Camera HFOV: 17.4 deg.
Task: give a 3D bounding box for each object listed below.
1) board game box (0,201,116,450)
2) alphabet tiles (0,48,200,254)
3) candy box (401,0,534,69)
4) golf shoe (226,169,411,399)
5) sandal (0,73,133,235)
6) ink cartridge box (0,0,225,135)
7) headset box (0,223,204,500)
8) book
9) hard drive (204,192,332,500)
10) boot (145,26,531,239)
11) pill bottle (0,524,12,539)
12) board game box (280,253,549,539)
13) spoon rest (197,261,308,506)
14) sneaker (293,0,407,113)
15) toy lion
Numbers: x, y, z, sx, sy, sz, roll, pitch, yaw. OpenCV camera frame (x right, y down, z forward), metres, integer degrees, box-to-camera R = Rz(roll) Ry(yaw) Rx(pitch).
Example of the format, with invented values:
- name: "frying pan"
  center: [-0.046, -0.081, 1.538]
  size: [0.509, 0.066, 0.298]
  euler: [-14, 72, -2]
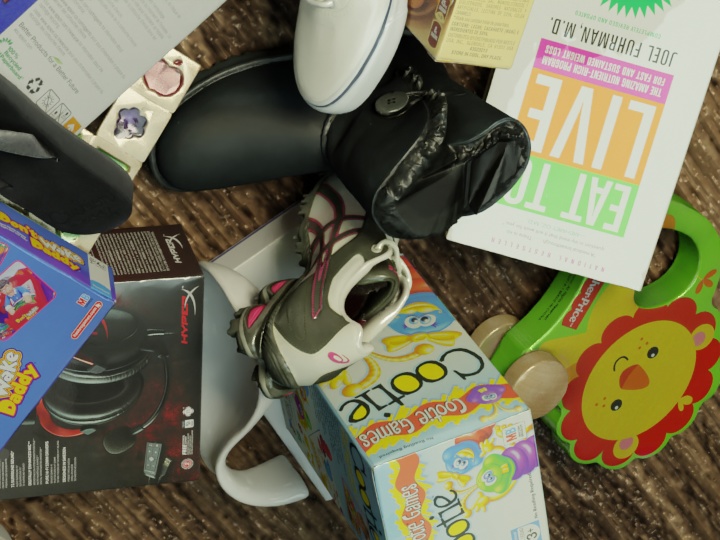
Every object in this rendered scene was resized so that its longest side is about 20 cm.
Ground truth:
- name: "board game box"
  center: [-0.252, 0.049, 1.348]
  size: [0.134, 0.045, 0.200]
  euler: [33, 107, -22]
- name: "alphabet tiles"
  center: [-0.217, -0.099, 1.348]
  size: [0.200, 0.008, 0.167]
  euler: [32, 89, -17]
- name: "candy box"
  center: [0.071, -0.228, 1.319]
  size: [0.055, 0.115, 0.200]
  euler: [4, 118, -27]
- name: "golf shoe"
  center: [0.000, 0.000, 1.418]
  size: [0.088, 0.200, 0.077]
  euler: [-11, 126, 34]
- name: "sandal"
  center: [-0.203, -0.067, 1.286]
  size: [0.200, 0.043, 0.076]
  euler: [29, 138, -36]
- name: "ink cartridge box"
  center: [-0.148, -0.188, 1.276]
  size: [0.200, 0.047, 0.198]
  euler: [-44, 140, -6]
- name: "headset box"
  center: [-0.200, 0.059, 1.438]
  size: [0.199, 0.075, 0.149]
  euler: [-4, 117, -15]
- name: "book"
  center: [0.144, -0.100, 1.485]
  size: [0.133, 0.048, 0.200]
  euler: [15, 103, -1]
- name: "hard drive"
  center: [-0.017, 0.047, 1.548]
  size: [0.132, 0.025, 0.200]
  euler: [-34, 125, -2]
- name: "boot"
  center: [-0.016, -0.073, 1.396]
  size: [0.200, 0.168, 0.077]
  euler: [-21, 124, -11]
- name: "pill bottle"
  center: [-0.236, 0.238, 1.454]
  size: [0.114, 0.200, 0.115]
  euler: [-10, 120, -17]
- name: "board game box"
  center: [0.025, 0.091, 1.453]
  size: [0.103, 0.200, 0.105]
  euler: [-19, 124, -13]
- name: "spoon rest"
  center: [-0.076, 0.078, 1.476]
  size: [0.061, 0.099, 0.200]
  euler: [-26, 136, -17]
- name: "sneaker"
  center: [-0.012, -0.185, 1.320]
  size: [0.071, 0.073, 0.200]
  euler: [-5, 114, -45]
- name: "toy lion"
  center: [0.183, 0.041, 1.616]
  size: [0.191, 0.069, 0.200]
  euler: [17, 109, -37]
